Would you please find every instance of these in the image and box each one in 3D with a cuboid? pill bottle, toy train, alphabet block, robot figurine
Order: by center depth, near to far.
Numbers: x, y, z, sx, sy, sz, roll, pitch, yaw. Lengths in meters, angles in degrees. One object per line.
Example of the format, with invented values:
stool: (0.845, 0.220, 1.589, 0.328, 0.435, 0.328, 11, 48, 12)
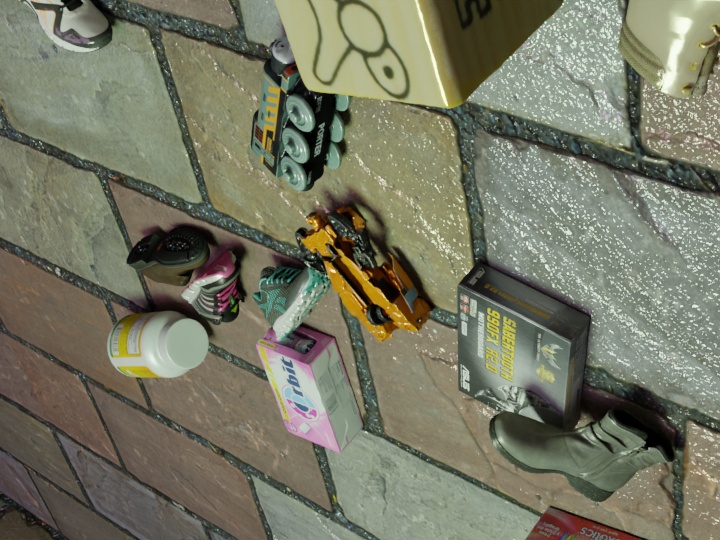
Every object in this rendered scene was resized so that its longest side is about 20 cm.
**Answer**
alphabet block: (0.040, -0.285, 1.051, 0.193, 0.196, 0.202, 16, 138, 41)
toy train: (-0.077, -0.183, 1.421, 0.114, 0.085, 0.201, 44, 150, 21)
robot figurine: (0.000, 0.000, 1.553, 0.201, 0.058, 0.144, 53, 148, -11)
pill bottle: (-0.345, 0.127, 2.057, 0.199, 0.113, 0.114, -7, 122, 53)

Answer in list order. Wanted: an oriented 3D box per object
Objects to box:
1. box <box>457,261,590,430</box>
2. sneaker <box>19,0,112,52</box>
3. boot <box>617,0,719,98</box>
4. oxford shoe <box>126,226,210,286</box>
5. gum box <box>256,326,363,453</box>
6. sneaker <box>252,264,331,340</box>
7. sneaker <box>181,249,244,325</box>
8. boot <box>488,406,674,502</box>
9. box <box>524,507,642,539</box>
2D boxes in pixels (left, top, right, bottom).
box: (0.193, 0.104, 1.450, 0.157, 0.048, 0.202, 28, 145, 27)
sneaker: (-0.412, -0.372, 1.609, 0.199, 0.074, 0.080, 40, 146, 9)
boot: (0.293, -0.203, 0.951, 0.199, 0.073, 0.157, 31, 142, 30)
oxford shoe: (-0.282, -0.017, 1.876, 0.084, 0.073, 0.199, 42, 155, -28)
gum box: (-0.078, 0.174, 1.834, 0.112, 0.066, 0.202, 17, 138, 36)
sneaker: (-0.106, 0.028, 1.701, 0.091, 0.077, 0.200, 47, 147, 5)
sneaker: (-0.211, 0.033, 1.832, 0.088, 0.074, 0.200, 48, 154, -4)
boot: (0.260, 0.192, 1.401, 0.198, 0.068, 0.131, 26, 134, -19)
box: (0.319, 0.411, 1.603, 0.198, 0.095, 0.104, 13, 137, 42)
